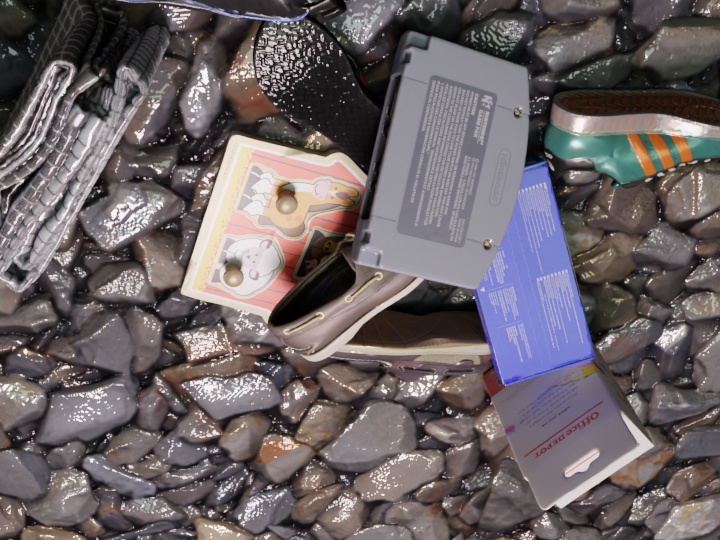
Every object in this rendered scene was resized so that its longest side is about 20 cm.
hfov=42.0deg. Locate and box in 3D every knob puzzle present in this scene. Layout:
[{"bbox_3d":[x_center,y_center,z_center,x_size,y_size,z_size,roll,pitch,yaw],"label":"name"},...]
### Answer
[{"bbox_3d":[-0.051,-0.023,0.886,0.219,0.030,0.220,-5,123,-8],"label":"knob puzzle"}]

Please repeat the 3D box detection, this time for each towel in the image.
[{"bbox_3d":[-0.233,-0.107,0.720,0.085,0.166,0.200,29,113,-19],"label":"towel"}]

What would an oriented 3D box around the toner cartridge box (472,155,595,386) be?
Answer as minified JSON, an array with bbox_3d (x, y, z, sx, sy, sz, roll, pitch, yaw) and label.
[{"bbox_3d":[0.151,0.001,0.893,0.095,0.043,0.200,-17,105,0],"label":"toner cartridge box"}]

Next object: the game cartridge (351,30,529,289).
[{"bbox_3d":[0.075,-0.090,0.809,0.133,0.040,0.201,13,91,-18],"label":"game cartridge"}]

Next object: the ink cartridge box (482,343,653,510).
[{"bbox_3d":[0.210,0.152,0.943,0.116,0.200,0.067,-39,121,15],"label":"ink cartridge box"}]

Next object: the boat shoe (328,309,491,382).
[{"bbox_3d":[0.047,0.080,0.944,0.199,0.072,0.065,0,121,-20],"label":"boat shoe"}]

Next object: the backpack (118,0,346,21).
[{"bbox_3d":[-0.100,-0.283,0.637,0.199,0.154,0.191,1,131,-18],"label":"backpack"}]

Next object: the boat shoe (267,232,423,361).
[{"bbox_3d":[0.000,0.000,0.855,0.200,0.072,0.059,-42,134,12],"label":"boat shoe"}]

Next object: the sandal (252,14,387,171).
[{"bbox_3d":[-0.024,-0.152,0.806,0.075,0.045,0.200,-33,137,18],"label":"sandal"}]

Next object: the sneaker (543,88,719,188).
[{"bbox_3d":[0.264,-0.117,0.863,0.199,0.071,0.080,2,127,-6],"label":"sneaker"}]
